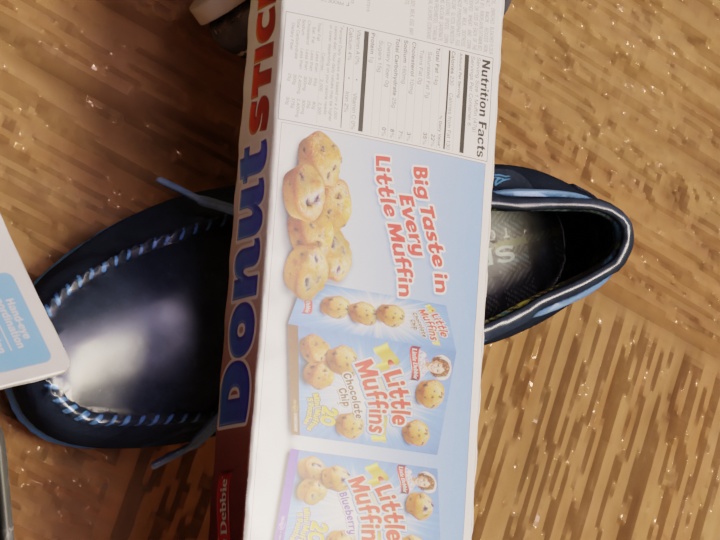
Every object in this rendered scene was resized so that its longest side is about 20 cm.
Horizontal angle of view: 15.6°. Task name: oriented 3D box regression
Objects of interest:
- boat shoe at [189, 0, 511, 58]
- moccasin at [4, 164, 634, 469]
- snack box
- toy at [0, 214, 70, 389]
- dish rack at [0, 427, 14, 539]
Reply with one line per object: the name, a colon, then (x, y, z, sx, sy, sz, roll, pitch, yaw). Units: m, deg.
boat shoe: (0.035, -0.099, 0.811, 0.200, 0.073, 0.063, -30, 97, -37)
moccasin: (-0.009, -0.001, 0.769, 0.200, 0.068, 0.081, -20, 96, -30)
snack box: (0.000, 0.000, 0.721, 0.072, 0.024, 0.201, 10, 77, -29)
toy: (-0.175, -0.011, 0.627, 0.200, 0.047, 0.115, -14, 62, -29)
dish rack: (-0.176, 0.116, 0.632, 0.200, 0.054, 0.154, -10, 99, -42)
